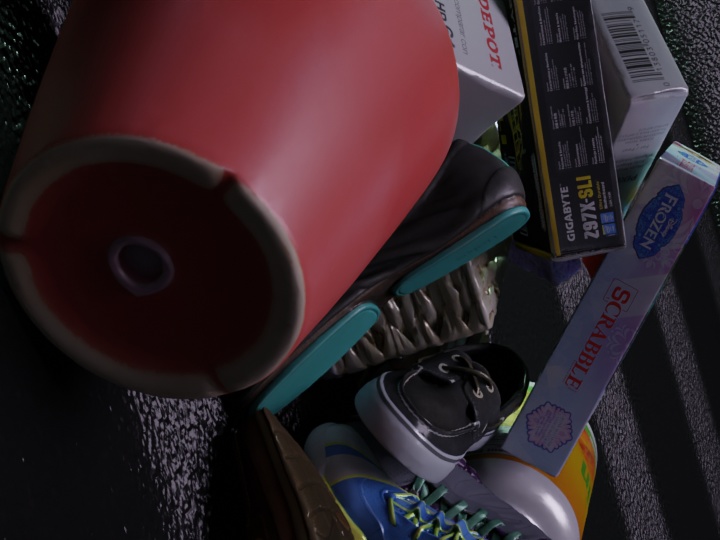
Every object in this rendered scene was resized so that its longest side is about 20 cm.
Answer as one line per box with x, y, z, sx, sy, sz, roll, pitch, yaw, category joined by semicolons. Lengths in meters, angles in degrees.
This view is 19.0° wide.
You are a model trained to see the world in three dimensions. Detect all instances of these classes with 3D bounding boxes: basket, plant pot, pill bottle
0.019;-0.043;1.337;0.200;0.123;0.136;-72;145;-62;basket
-0.069;-0.050;0.986;0.201;0.200;0.178;66;29;-29;plant pot
0.094;0.161;1.436;0.200;0.111;0.111;-61;134;-66;pill bottle

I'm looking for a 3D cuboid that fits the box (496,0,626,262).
0.109;-0.111;1.277;0.160;0.049;0.201;-114;-164;-85;box

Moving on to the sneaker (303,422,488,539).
0.049;0.159;1.171;0.200;0.105;0.076;64;16;10;sneaker

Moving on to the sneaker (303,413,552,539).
0.061;0.146;1.258;0.200;0.087;0.075;32;82;-24;sneaker

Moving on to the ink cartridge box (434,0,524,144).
-0.016;-0.158;1.177;0.200;0.085;0.145;22;44;-36;ink cartridge box

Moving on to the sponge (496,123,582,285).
0.077;-0.073;1.491;0.200;0.030;0.112;32;-35;51;sponge

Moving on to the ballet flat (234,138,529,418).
0.000;0.000;1.183;0.068;0.200;0.068;53;-2;16;ballet flat

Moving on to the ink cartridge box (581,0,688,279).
0.134;-0.111;1.398;0.200;0.057;0.163;115;-38;-49;ink cartridge box

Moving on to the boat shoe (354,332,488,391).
0.026;0.072;1.379;0.068;0.075;0.200;50;25;-14;boat shoe

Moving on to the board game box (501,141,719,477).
0.163;0.019;1.362;0.200;0.041;0.200;-62;173;11;board game box

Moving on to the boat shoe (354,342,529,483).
0.051;0.072;1.235;0.069;0.057;0.200;46;13;9;boat shoe

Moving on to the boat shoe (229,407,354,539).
-0.038;0.155;1.100;0.072;0.067;0.200;52;12;-48;boat shoe
